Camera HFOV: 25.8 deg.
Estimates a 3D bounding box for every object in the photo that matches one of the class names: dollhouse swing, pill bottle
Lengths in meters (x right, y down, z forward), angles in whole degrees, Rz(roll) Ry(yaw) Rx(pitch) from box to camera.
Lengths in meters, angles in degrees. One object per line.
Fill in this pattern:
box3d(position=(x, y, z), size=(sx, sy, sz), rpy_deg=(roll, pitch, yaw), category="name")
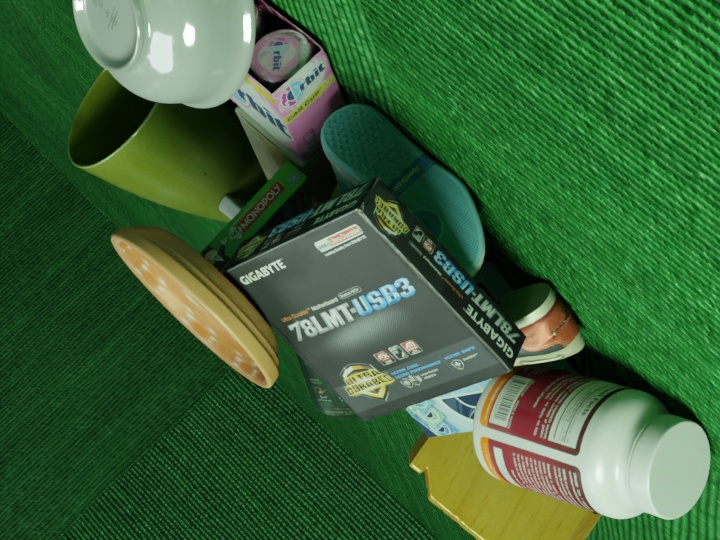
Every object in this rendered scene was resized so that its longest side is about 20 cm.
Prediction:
box3d(position=(0.153, 0.227, 1.744), size=(0.200, 0.182, 0.176), rpy_deg=(39, 161, -2), category="dollhouse swing")
box3d(position=(0.203, 0.153, 1.384), size=(0.199, 0.113, 0.113), rpy_deg=(13, 148, 49), category="pill bottle")

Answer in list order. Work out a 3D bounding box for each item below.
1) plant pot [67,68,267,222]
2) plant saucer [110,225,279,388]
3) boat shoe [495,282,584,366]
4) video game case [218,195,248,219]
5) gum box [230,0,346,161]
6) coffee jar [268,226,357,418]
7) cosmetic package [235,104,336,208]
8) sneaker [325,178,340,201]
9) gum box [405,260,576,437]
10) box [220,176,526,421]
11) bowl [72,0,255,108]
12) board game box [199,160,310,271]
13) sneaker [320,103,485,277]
box3d(position=(-0.204, -0.148, 1.827), size=(0.200, 0.188, 0.187), rpy_deg=(36, 177, -33), category="plant pot")
box3d(position=(-0.144, 0.027, 1.436), size=(0.200, 0.037, 0.200), rpy_deg=(41, 168, 11), category="plant saucer")
box3d(position=(0.113, 0.065, 1.426), size=(0.199, 0.071, 0.063), rpy_deg=(-19, 122, 43), category="boat shoe")
box3d(position=(-0.043, -0.018, 1.805), size=(0.181, 0.022, 0.200), rpy_deg=(16, -163, -47), category="video game case")
box3d(position=(-0.107, -0.205, 1.458), size=(0.200, 0.066, 0.114), rpy_deg=(41, 169, 28), category="gum box")
box3d(position=(-0.024, 0.043, 1.491), size=(0.103, 0.086, 0.201), rpy_deg=(-3, 129, 24), category="coffee jar")
box3d(position=(-0.048, -0.106, 1.574), size=(0.105, 0.071, 0.200), rpy_deg=(40, 168, 26), category="cosmetic package")
box3d(position=(0.000, 0.000, 1.537), size=(0.115, 0.078, 0.201), rpy_deg=(37, 124, 20), category="sneaker")
box3d(position=(0.097, 0.082, 1.550), size=(0.199, 0.045, 0.170), rpy_deg=(-16, 121, 46), category="gum box")
box3d(position=(0.008, 0.030, 1.353), size=(0.199, 0.050, 0.199), rpy_deg=(46, 139, -20), category="box")
box3d(position=(-0.188, -0.231, 1.373), size=(0.200, 0.090, 0.203), rpy_deg=(24, 125, 39), category="bowl")
box3d(position=(-0.102, -0.018, 1.551), size=(0.029, 0.135, 0.200), rpy_deg=(39, 166, 11), category="board game box")
box3d(position=(0.046, -0.050, 1.407), size=(0.200, 0.079, 0.131), rpy_deg=(52, 171, 25), category="sneaker")
